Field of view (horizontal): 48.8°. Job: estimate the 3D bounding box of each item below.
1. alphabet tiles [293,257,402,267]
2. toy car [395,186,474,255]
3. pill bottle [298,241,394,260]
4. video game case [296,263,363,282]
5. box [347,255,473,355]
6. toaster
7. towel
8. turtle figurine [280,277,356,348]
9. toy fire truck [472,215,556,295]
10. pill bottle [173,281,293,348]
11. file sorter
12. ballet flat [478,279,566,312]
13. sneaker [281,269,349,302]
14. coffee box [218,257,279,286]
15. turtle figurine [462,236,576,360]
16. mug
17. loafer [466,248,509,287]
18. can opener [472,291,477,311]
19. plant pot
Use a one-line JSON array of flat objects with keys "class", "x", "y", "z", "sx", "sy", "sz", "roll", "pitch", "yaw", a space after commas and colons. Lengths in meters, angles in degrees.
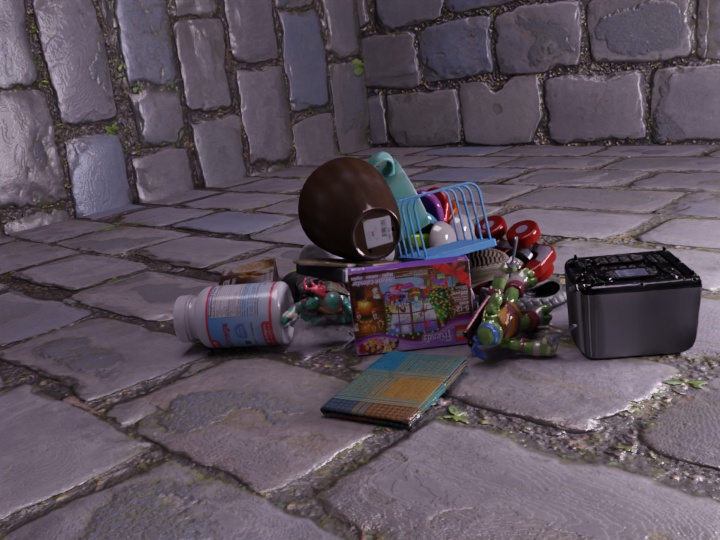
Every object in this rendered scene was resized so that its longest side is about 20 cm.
[{"class": "alphabet tiles", "x": -0.022, "y": -0.015, "z": 1.467, "sx": 0.164, "sy": 0.006, "sz": 0.199, "roll": 3, "pitch": 4, "yaw": 26}, {"class": "toy car", "x": 0.163, "y": -0.118, "z": 1.876, "sx": 0.173, "sy": 0.153, "sz": 0.199, "roll": 6, "pitch": 19, "yaw": 39}, {"class": "pill bottle", "x": -0.023, "y": -0.025, "z": 1.675, "sx": 0.119, "sy": 0.122, "sz": 0.198, "roll": 7, "pitch": 20, "yaw": 43}, {"class": "video game case", "x": 0.000, "y": 0.000, "z": 1.479, "sx": 0.178, "sy": 0.026, "sz": 0.199, "roll": -1, "pitch": 5, "yaw": -28}, {"class": "box", "x": 0.083, "y": 0.057, "z": 1.289, "sx": 0.196, "sy": 0.139, "sz": 0.039, "roll": -7, "pitch": 14, "yaw": 1}, {"class": "toaster", "x": 0.404, "y": 0.045, "z": 1.219, "sx": 0.196, "sy": 0.121, "sz": 0.181, "roll": -5, "pitch": 14, "yaw": 5}, {"class": "towel", "x": 0.053, "y": 0.166, "z": 1.131, "sx": 0.145, "sy": 0.022, "sz": 0.199, "roll": 1, "pitch": 19, "yaw": 31}, {"class": "turtle figurine", "x": -0.054, "y": 0.068, "z": 1.360, "sx": 0.147, "sy": 0.102, "sz": 0.200, "roll": 18, "pitch": -2, "yaw": -3}, {"class": "toy fire truck", "x": 0.273, "y": -0.009, "z": 1.550, "sx": 0.198, "sy": 0.113, "sz": 0.168, "roll": 13, "pitch": 51, "yaw": 49}, {"class": "pill bottle", "x": -0.222, "y": 0.080, "z": 1.396, "sx": 0.196, "sy": 0.111, "sz": 0.109, "roll": -4, "pitch": 15, "yaw": 11}, {"class": "file sorter", "x": 0.143, "y": -0.087, "z": 1.478, "sx": 0.137, "sy": 0.125, "sz": 0.200, "roll": -16, "pitch": 5, "yaw": -10}, {"class": "ballet flat", "x": 0.301, "y": 0.042, "z": 1.401, "sx": 0.197, "sy": 0.058, "sz": 0.066, "roll": -12, "pitch": 16, "yaw": -18}, {"class": "sneaker", "x": -0.100, "y": 0.042, "z": 1.563, "sx": 0.080, "sy": 0.075, "sz": 0.198, "roll": -24, "pitch": 20, "yaw": -39}, {"class": "coffee box", "x": -0.219, "y": 0.042, "z": 1.588, "sx": 0.112, "sy": 0.081, "sz": 0.200, "roll": -11, "pitch": 15, "yaw": -2}, {"class": "turtle figurine", "x": 0.263, "y": 0.053, "z": 1.221, "sx": 0.143, "sy": 0.202, "sz": 0.193, "roll": 34, "pitch": 24, "yaw": 14}, {"class": "mug", "x": 0.050, "y": -0.148, "z": 1.637, "sx": 0.113, "sy": 0.187, "sz": 0.152, "roll": -30, "pitch": 11, "yaw": 1}, {"class": "loafer", "x": 0.187, "y": 0.013, "z": 1.493, "sx": 0.197, "sy": 0.069, "sz": 0.076, "roll": -12, "pitch": 30, "yaw": 17}, {"class": "can opener", "x": 0.109, "y": 0.063, "z": 1.419, "sx": 0.196, "sy": 0.054, "sz": 0.067, "roll": -7, "pitch": 14, "yaw": 5}, {"class": "plant pot", "x": -0.001, "y": -0.094, "z": 1.442, "sx": 0.184, "sy": 0.190, "sz": 0.200, "roll": -11, "pitch": 21, "yaw": -15}]
